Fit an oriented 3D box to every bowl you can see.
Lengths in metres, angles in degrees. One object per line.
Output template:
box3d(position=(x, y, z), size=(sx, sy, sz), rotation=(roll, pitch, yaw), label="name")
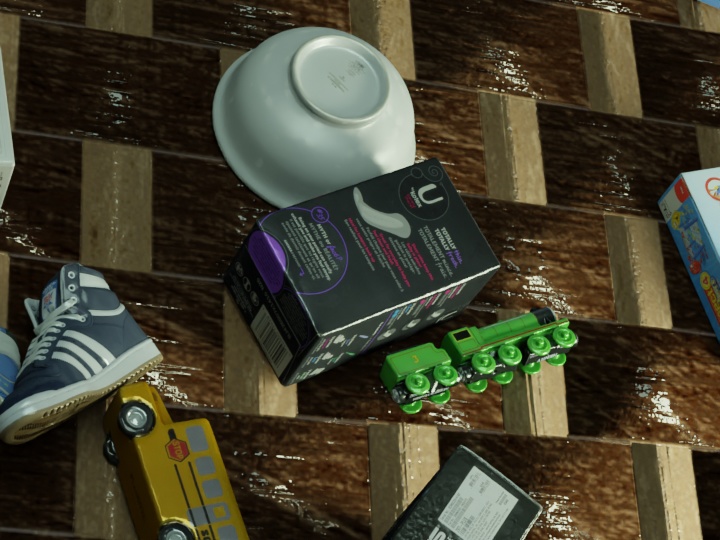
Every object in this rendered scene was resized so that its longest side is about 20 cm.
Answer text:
box3d(position=(-0.030, -0.152, 1.832), size=(0.199, 0.090, 0.203), rotation=(9, 59, -16), label="bowl")

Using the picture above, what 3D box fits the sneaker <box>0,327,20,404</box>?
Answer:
box3d(position=(-0.358, 0.095, 1.566), size=(0.198, 0.076, 0.078), rotation=(-9, 60, -24), label="sneaker")

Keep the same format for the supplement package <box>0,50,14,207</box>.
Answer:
box3d(position=(-0.399, -0.108, 1.644), size=(0.198, 0.120, 0.122), rotation=(0, 62, -21), label="supplement package")

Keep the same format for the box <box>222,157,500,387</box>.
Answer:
box3d(position=(0.000, 0.000, 1.742), size=(0.199, 0.106, 0.123), rotation=(-20, 71, -30), label="box")

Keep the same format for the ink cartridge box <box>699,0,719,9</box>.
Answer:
box3d(position=(0.389, -0.355, 2.125), size=(0.198, 0.076, 0.137), rotation=(21, 56, -11), label="ink cartridge box")

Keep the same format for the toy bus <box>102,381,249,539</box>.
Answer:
box3d(position=(-0.145, 0.188, 1.600), size=(0.078, 0.065, 0.201), rotation=(-10, 65, -26), label="toy bus")

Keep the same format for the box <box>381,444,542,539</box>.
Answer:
box3d(position=(0.037, 0.261, 1.568), size=(0.086, 0.164, 0.200), rotation=(36, 56, 3), label="box")

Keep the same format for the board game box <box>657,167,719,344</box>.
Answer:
box3d(position=(0.417, -0.011, 1.941), size=(0.198, 0.056, 0.197), rotation=(-8, 64, -25), label="board game box")

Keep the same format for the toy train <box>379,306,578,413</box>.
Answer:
box3d(position=(0.106, 0.076, 1.782), size=(0.199, 0.042, 0.057), rotation=(-16, 57, -28), label="toy train")

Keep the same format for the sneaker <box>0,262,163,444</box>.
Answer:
box3d(position=(-0.248, 0.063, 1.595), size=(0.109, 0.070, 0.200), rotation=(57, 30, 3), label="sneaker")
